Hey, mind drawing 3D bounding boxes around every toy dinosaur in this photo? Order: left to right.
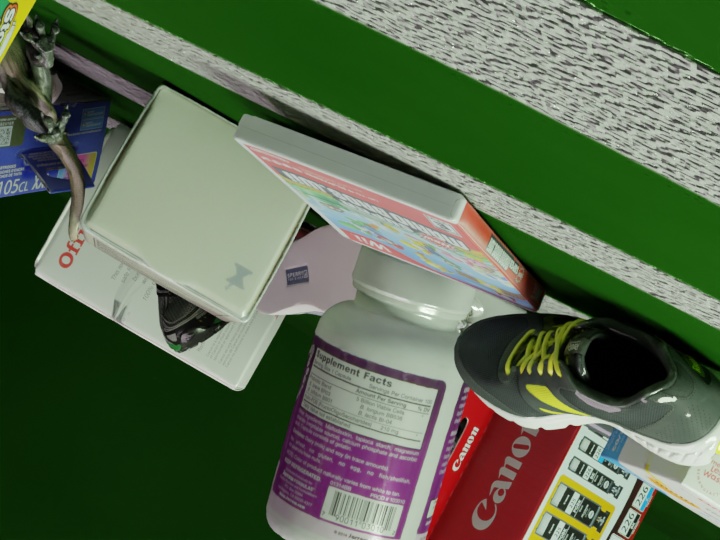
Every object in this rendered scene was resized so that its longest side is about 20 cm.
[{"bbox_3d":[-0.212,-0.116,1.308,0.201,0.047,0.088,65,158,-7],"label":"toy dinosaur"}]

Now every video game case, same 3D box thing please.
[{"bbox_3d":[0.022,-0.030,1.177,0.142,0.018,0.200,22,173,23],"label":"video game case"}]

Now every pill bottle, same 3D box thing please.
[{"bbox_3d":[0.013,0.088,1.353,0.111,0.202,0.112,16,-174,-2],"label":"pill bottle"}]

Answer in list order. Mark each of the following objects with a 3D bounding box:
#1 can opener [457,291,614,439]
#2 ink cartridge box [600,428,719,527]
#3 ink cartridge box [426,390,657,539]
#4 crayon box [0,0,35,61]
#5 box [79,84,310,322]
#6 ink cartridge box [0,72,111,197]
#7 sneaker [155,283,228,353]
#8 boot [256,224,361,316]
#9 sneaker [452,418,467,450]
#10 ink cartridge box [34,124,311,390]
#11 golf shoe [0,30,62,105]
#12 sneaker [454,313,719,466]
[{"bbox_3d":[0.125,0.055,1.410,0.199,0.053,0.066,31,-150,9],"label":"can opener"},{"bbox_3d":[0.239,0.125,1.259,0.115,0.068,0.200,30,175,-10],"label":"ink cartridge box"},{"bbox_3d":[0.130,0.162,1.488,0.084,0.201,0.175,24,174,43],"label":"ink cartridge box"},{"bbox_3d":[-0.263,-0.103,1.078,0.058,0.201,0.173,28,175,11],"label":"crayon box"},{"bbox_3d":[-0.112,-0.041,1.382,0.127,0.110,0.200,30,175,-6],"label":"box"},{"bbox_3d":[-0.288,-0.117,1.553,0.199,0.077,0.136,25,-158,30],"label":"ink cartridge box"},{"bbox_3d":[-0.141,-0.018,1.550,0.085,0.078,0.201,46,-160,-39],"label":"sneaker"},{"bbox_3d":[0.000,0.000,1.499,0.090,0.074,0.199,-3,-178,-32],"label":"boot"},{"bbox_3d":[0.073,0.142,1.541,0.198,0.078,0.078,6,167,-32],"label":"sneaker"},{"bbox_3d":[-0.152,-0.011,1.701,0.199,0.147,0.083,30,177,3],"label":"ink cartridge box"},{"bbox_3d":[-0.295,-0.157,1.463,0.199,0.078,0.094,27,175,42],"label":"golf shoe"},{"bbox_3d":[0.131,0.052,1.196,0.199,0.075,0.085,11,157,40],"label":"sneaker"}]
